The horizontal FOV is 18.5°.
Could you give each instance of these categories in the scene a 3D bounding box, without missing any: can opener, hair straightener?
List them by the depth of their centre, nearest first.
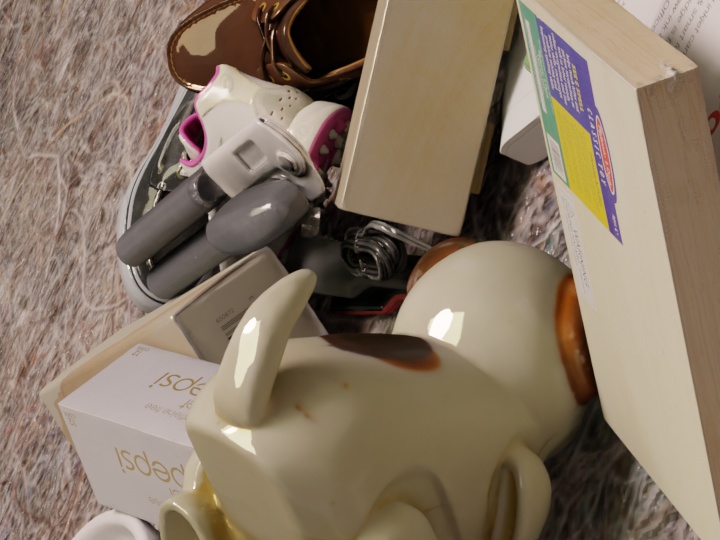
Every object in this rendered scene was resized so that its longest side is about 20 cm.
[{"bbox_3d":[0.000,0.000,1.152,0.041,0.077,0.200,-66,23,-5],"label":"hair straightener"},{"bbox_3d":[-0.082,-0.028,1.199,0.066,0.053,0.200,-46,9,-30],"label":"can opener"}]

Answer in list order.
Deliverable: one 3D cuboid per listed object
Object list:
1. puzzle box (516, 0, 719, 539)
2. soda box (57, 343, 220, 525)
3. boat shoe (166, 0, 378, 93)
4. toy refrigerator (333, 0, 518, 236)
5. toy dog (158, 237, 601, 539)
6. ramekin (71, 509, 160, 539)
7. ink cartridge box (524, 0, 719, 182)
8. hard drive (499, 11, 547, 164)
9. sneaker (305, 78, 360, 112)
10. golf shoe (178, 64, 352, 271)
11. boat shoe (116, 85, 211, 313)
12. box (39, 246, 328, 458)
[{"bbox_3d":[0.108,-0.003,0.829,0.133,0.025,0.202,-122,16,-62],"label":"puzzle box"},{"bbox_3d":[-0.063,0.096,1.118,0.199,0.069,0.064,11,39,45],"label":"soda box"},{"bbox_3d":[-0.031,-0.135,1.229,0.199,0.067,0.073,-6,97,31],"label":"boat shoe"},{"bbox_3d":[0.042,-0.123,1.123,0.076,0.069,0.202,-136,60,-85],"label":"toy refrigerator"},{"bbox_3d":[0.018,0.062,0.939,0.199,0.195,0.139,-33,26,-34],"label":"toy dog"},{"bbox_3d":[-0.117,0.238,1.188,0.201,0.097,0.202,-46,33,42],"label":"ramekin"},{"bbox_3d":[0.159,-0.103,0.878,0.147,0.084,0.200,-63,24,14],"label":"ink cartridge box"},{"bbox_3d":[0.118,-0.167,1.097,0.132,0.026,0.202,-38,39,51],"label":"hard drive"},{"bbox_3d":[0.015,-0.148,1.282,0.082,0.077,0.201,52,123,33],"label":"sneaker"},{"bbox_3d":[-0.064,-0.052,1.274,0.076,0.091,0.200,-58,-3,-31],"label":"golf shoe"},{"bbox_3d":[-0.107,-0.070,1.451,0.071,0.072,0.202,-30,42,62],"label":"boat shoe"},{"bbox_3d":[-0.097,0.066,1.264,0.078,0.095,0.200,-37,4,-32],"label":"box"}]
